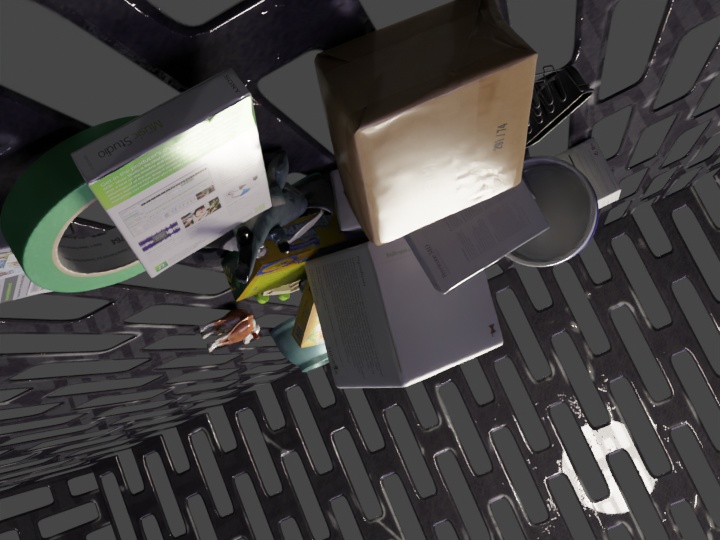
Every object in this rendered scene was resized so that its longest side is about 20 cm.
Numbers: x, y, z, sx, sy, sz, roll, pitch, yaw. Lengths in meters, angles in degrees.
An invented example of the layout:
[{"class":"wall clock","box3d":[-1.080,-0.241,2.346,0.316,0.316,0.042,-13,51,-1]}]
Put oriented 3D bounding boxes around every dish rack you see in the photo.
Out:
[{"class":"dish rack","box3d":[0.188,-0.204,0.973,0.200,0.055,0.153,-18,166,-27]}]

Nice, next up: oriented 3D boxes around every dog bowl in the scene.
[{"class":"dog bowl","box3d":[0.334,-0.107,1.353,0.200,0.200,0.079,-28,170,22]}]

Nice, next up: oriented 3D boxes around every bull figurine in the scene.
[{"class":"bull figurine","box3d":[-0.269,0.124,1.533,0.121,0.065,0.200,-24,169,-14]}]

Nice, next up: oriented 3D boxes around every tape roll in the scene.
[{"class":"tape roll","box3d":[-0.228,-0.058,0.693,0.200,0.048,0.200,-33,163,-12]}]

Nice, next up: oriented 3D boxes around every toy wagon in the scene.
[{"class":"toy wagon","box3d":[-0.107,0.010,1.409,0.155,0.040,0.200,-29,169,27]}]

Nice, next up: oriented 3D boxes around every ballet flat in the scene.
[{"class":"ballet flat","box3d":[-0.124,-0.060,0.959,0.200,0.069,0.068,-25,171,5]}]

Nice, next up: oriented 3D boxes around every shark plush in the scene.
[{"class":"shark plush","box3d":[-0.097,-0.057,0.807,0.091,0.083,0.200,-34,-156,13]}]

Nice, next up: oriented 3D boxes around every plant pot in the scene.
[{"class":"plant pot","box3d":[-0.128,0.191,1.974,0.200,0.134,0.200,-22,169,-5]}]

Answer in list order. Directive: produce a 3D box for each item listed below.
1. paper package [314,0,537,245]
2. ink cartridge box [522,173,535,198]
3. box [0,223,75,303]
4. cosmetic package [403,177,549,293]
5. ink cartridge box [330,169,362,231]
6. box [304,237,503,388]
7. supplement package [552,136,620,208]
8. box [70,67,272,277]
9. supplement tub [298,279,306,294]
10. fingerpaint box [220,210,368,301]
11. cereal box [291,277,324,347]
[{"class":"paper package","box3d":[0.068,-0.144,0.732,0.190,0.104,0.200,-24,149,-5]},{"class":"ink cartridge box","box3d":[0.184,-0.122,1.270,0.200,0.084,0.176,-28,169,19]},{"class":"box","box3d":[-0.403,0.001,0.738,0.200,0.041,0.156,-18,167,-34]},{"class":"cosmetic package","box3d":[0.106,-0.097,0.868,0.151,0.200,0.052,-31,-175,-5]},{"class":"ink cartridge box","box3d":[0.069,-0.105,1.012,0.147,0.086,0.200,-11,176,24]},{"class":"box","box3d":[0.061,0.048,1.058,0.199,0.201,0.171,-16,-178,-35]},{"class":"supplement package","box3d":[0.396,-0.156,1.462,0.200,0.120,0.121,-26,170,14]},{"class":"box","box3d":[-0.154,-0.077,0.650,0.144,0.036,0.200,-33,164,-14]},{"class":"supplement tub","box3d":[0.000,0.000,1.282,0.200,0.123,0.123,-43,168,3]},{"class":"fingerpaint box","box3d":[-0.094,-0.038,1.116,0.200,0.074,0.167,-19,169,-27]},{"class":"cereal box","box3d":[-0.005,0.048,1.194,0.200,0.040,0.144,-8,131,-35]}]
